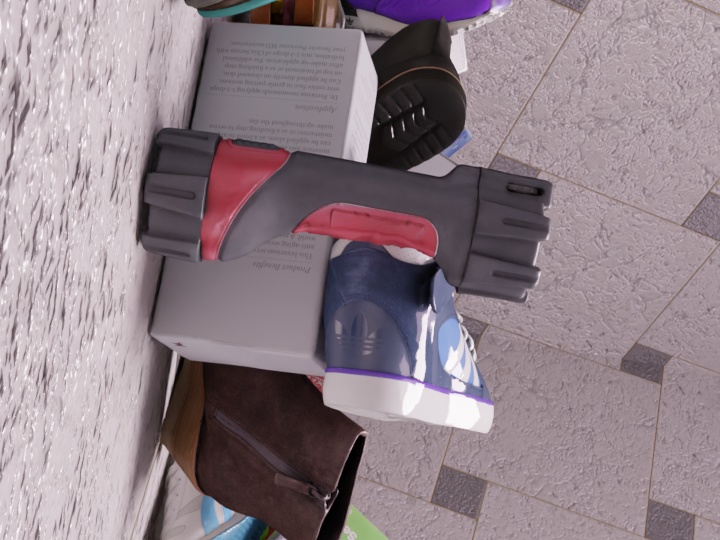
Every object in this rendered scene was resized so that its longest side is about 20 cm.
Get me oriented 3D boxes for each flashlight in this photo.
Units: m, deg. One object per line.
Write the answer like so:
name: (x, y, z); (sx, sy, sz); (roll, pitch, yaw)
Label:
flashlight: (-0.008, -0.023, 0.537); (0.068, 0.197, 0.069); (106, -6, -58)

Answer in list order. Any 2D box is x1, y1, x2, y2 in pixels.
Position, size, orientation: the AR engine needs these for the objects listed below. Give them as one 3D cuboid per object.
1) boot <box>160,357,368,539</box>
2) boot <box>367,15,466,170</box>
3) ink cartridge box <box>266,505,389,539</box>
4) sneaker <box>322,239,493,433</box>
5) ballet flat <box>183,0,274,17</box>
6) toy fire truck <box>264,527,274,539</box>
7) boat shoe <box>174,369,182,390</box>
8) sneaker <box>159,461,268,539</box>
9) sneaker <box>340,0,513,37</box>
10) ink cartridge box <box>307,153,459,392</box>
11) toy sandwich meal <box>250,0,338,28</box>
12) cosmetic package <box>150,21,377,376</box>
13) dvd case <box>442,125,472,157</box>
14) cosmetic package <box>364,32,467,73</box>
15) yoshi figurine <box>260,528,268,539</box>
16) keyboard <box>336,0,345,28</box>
boot: (-0.052, 0.069, 0.700); (0.072, 0.165, 0.203); (1, 108, -50)
boot: (-0.013, -0.109, 0.788); (0.139, 0.198, 0.078); (-84, 151, -55)
ink cartridge box: (-0.078, 0.287, 0.858); (0.200, 0.084, 0.146); (-45, 176, -35)
sneaker: (0.039, 0.019, 0.655); (0.200, 0.080, 0.149); (26, 69, -64)
ballet flat: (-0.061, -0.171, 0.552); (0.200, 0.066, 0.064); (-93, 166, -73)
toy fire truck: (-0.091, 0.251, 1.064); (0.201, 0.111, 0.169); (-57, -152, 24)
boat shoe: (-0.106, 0.086, 0.851); (0.202, 0.071, 0.069); (-84, -177, -46)
sneaker: (-0.126, 0.197, 0.836); (0.200, 0.080, 0.077); (-46, 153, -60)
sneaker: (0.032, -0.247, 0.862); (0.069, 0.199, 0.101); (-31, 124, -38)
ink cartridge box: (0.000, 0.000, 0.863); (0.147, 0.082, 0.200); (-62, -174, -28)
toy sandwich meal: (-0.067, -0.196, 0.851); (0.205, 0.069, 0.208); (-174, -90, -77)
cosmetic package: (-0.054, -0.044, 0.656); (0.071, 0.100, 0.203); (59, 39, -71)
dvd case: (0.031, -0.101, 0.970); (0.142, 0.018, 0.200); (-38, 169, 7)
cosmetic package: (-0.004, -0.196, 0.959); (0.199, 0.082, 0.051); (17, -56, 48)
yoshi figurine: (-0.114, 0.146, 0.977); (0.112, 0.110, 0.203); (46, 48, -69)
keyboard: (-0.030, -0.156, 0.917); (0.201, 0.010, 0.057); (100, -14, -52)
